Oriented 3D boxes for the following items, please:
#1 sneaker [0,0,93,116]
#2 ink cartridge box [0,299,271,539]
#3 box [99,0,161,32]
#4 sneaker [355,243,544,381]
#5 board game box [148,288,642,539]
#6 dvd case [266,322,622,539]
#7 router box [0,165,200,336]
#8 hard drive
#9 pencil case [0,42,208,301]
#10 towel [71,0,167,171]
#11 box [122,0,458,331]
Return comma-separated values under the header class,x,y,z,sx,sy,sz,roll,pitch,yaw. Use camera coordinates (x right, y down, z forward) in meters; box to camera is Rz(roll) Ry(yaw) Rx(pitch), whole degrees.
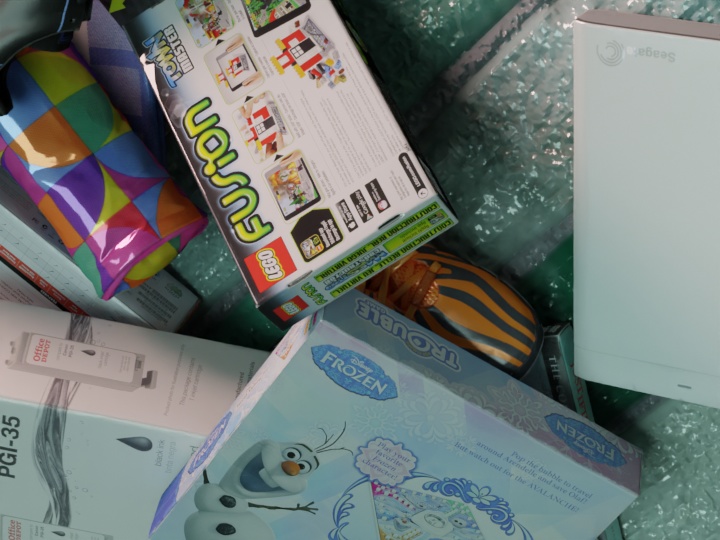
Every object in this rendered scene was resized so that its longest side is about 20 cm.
class,x,y,z,sx,sy,sz,roll,pitch,yaw
sneaker,-0.164,-0.173,1.263,0.078,0.070,0.200,40,108,-7
ink cartridge box,-0.162,0.106,1.382,0.199,0.083,0.147,11,131,-1
box,-0.099,-0.236,1.271,0.143,0.036,0.200,50,122,4
sneaker,0.000,0.000,1.262,0.199,0.112,0.078,23,79,22
board game box,0.017,0.123,1.284,0.200,0.043,0.199,30,127,-12
dvd case,0.047,0.104,1.345,0.199,0.022,0.147,-4,108,33
router box,-0.226,0.020,1.441,0.200,0.049,0.180,39,127,-3
hard drive,0.172,-0.028,1.203,0.131,0.026,0.201,11,117,29
pencil case,-0.174,-0.079,1.344,0.200,0.088,0.088,53,128,6
towel,-0.203,-0.124,1.405,0.199,0.024,0.147,7,112,28
box,-0.040,-0.079,1.224,0.110,0.035,0.200,-31,59,8
